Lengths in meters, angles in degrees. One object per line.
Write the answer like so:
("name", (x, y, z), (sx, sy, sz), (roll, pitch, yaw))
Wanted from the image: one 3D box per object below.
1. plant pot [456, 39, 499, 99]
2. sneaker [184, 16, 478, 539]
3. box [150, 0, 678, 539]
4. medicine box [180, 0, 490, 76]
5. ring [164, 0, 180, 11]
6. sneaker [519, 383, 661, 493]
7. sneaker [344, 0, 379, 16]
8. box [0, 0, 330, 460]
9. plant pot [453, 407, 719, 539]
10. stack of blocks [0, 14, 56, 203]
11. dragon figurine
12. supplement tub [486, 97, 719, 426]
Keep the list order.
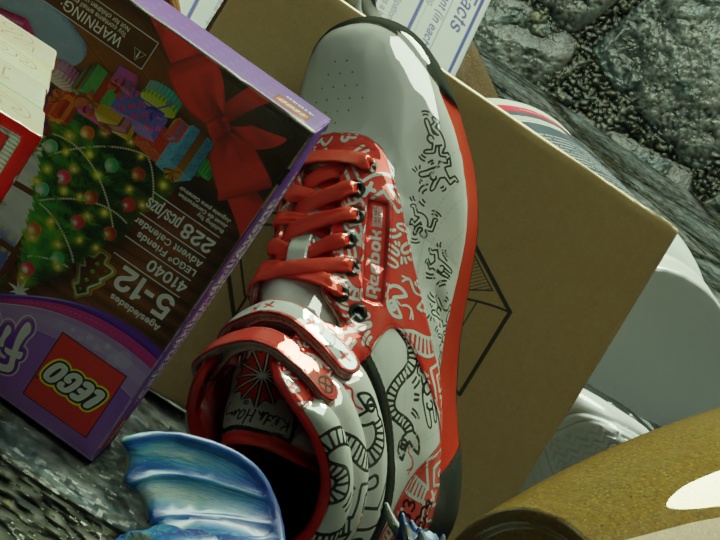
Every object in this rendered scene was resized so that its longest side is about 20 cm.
("plant pot", (-0.002, -0.091, 1.267), (0.200, 0.187, 0.187), (49, 11, -4))
("sneaker", (-0.011, 0.006, 0.797), (0.067, 0.202, 0.108), (-3, -3, 29))
("box", (0.000, 0.000, 0.879), (0.200, 0.164, 0.021), (33, -4, -13))
("medicine box", (-0.058, -0.121, 1.098), (0.200, 0.183, 0.103), (32, -19, -19))
("ring", (-0.165, -0.104, 0.850), (0.200, 0.200, 0.019), (30, 53, -23))
("sneaker", (0.139, 0.096, 1.034), (0.200, 0.076, 0.114), (41, 35, 2))
("sneaker", (-0.022, -0.122, 0.944), (0.075, 0.201, 0.114), (-5, 29, 10))
("box", (-0.129, -0.050, 0.766), (0.200, 0.137, 0.039), (35, 13, 1))
("plant pot", (0.122, 0.123, 0.749), (0.200, 0.187, 0.186), (5, 29, -43))
("stack of blocks", (-0.140, -0.008, 0.621), (0.058, 0.115, 0.200), (32, 12, -14))
("dragon figurine", (-0.048, 0.085, 0.638), (0.199, 0.059, 0.099), (23, 15, -25))
("supplement tub", (0.085, 0.011, 1.130), (0.140, 0.141, 0.200), (29, 13, -30))
